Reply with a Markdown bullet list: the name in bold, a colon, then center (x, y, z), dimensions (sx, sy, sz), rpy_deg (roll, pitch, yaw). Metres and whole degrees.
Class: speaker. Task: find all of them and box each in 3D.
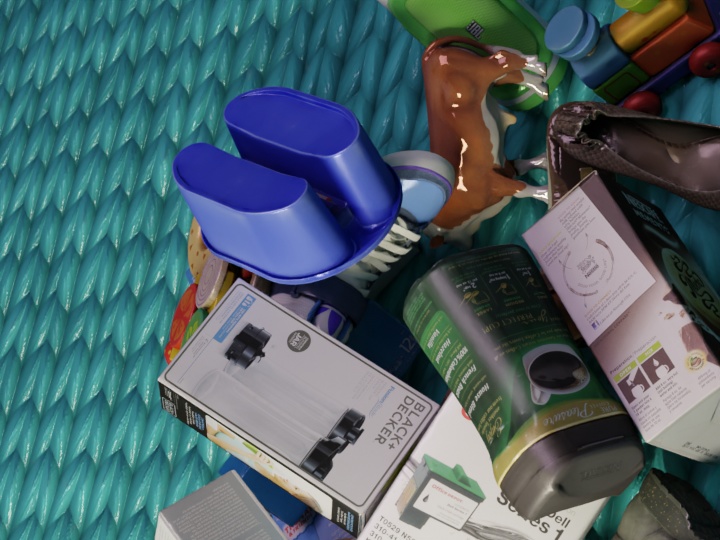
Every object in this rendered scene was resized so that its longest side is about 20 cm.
- **speaker**: center (0.090, -0.225, 1.605), dimensions (0.088, 0.200, 0.089), rpy_deg (-35, 33, 28)

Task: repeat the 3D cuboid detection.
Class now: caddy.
- **caddy**: center (-0.058, -0.064, 1.512), dimensions (0.200, 0.105, 0.141), rpy_deg (23, 61, 44)

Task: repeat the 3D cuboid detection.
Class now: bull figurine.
- **bull figurine**: center (0.105, -0.104, 1.589), dimensions (0.121, 0.201, 0.065), rpy_deg (-3, 24, 7)

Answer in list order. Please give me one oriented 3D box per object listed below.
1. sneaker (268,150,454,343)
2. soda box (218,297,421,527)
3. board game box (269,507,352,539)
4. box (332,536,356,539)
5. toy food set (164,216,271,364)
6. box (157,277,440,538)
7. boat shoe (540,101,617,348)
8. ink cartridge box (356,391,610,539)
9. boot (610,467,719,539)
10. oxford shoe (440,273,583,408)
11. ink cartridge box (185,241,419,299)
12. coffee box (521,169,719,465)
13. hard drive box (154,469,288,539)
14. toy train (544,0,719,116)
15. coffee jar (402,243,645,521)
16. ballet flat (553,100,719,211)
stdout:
- **sneaker**: center (0.000, 0.000, 1.552), dimensions (0.200, 0.080, 0.147), rpy_deg (-29, 41, 37)
- **soda box**: center (-0.034, 0.120, 1.614), dimensions (0.200, 0.068, 0.064), rpy_deg (-54, 19, -9)
- **board game box**: center (0.007, 0.240, 1.567), dimensions (0.151, 0.037, 0.200), rpy_deg (-45, 43, 20)
- **box**: center (-0.046, 0.255, 1.555), dimensions (0.200, 0.039, 0.042), rpy_deg (-15, 59, 43)
- **toy food set**: center (-0.125, 0.009, 1.652), dimensions (0.198, 0.049, 0.201), rpy_deg (-9, 62, 70)
- **box**: center (-0.049, 0.109, 1.476), dimensions (0.200, 0.060, 0.117), rpy_deg (33, 66, 14)
- **boat shoe**: center (0.185, -0.035, 1.515), dimensions (0.071, 0.076, 0.201), rpy_deg (2, 83, 5)
- **ink cartridge box**: center (0.089, 0.198, 1.415), dimensions (0.146, 0.084, 0.200), rpy_deg (33, 96, 10)
- **boot**: center (0.227, 0.247, 1.318), dimensions (0.131, 0.068, 0.200), rpy_deg (-57, 34, 17)
- **oxford shoe**: center (0.120, 0.096, 1.486), dimensions (0.071, 0.071, 0.200), rpy_deg (45, 131, 17)
- **ink cartridge box**: center (-0.058, -0.009, 1.740), dimensions (0.200, 0.084, 0.145), rpy_deg (-47, 41, 17)
- **coffee box**: center (0.218, 0.035, 1.366), dimensions (0.080, 0.113, 0.200), rpy_deg (-41, 57, 20)
- **hard drive box**: center (-0.082, 0.286, 1.472), dimensions (0.200, 0.077, 0.156), rpy_deg (50, 150, 24)
- **toy train**: center (0.254, -0.214, 1.498), dimensions (0.200, 0.116, 0.085), rpy_deg (-36, 46, 28)
- **coffee jar**: center (0.118, 0.082, 1.336), dimensions (0.200, 0.104, 0.085), rpy_deg (61, 145, 28)
- **ballet flat**: center (0.244, -0.093, 1.434), dimensions (0.199, 0.046, 0.068), rpy_deg (18, 84, 20)
